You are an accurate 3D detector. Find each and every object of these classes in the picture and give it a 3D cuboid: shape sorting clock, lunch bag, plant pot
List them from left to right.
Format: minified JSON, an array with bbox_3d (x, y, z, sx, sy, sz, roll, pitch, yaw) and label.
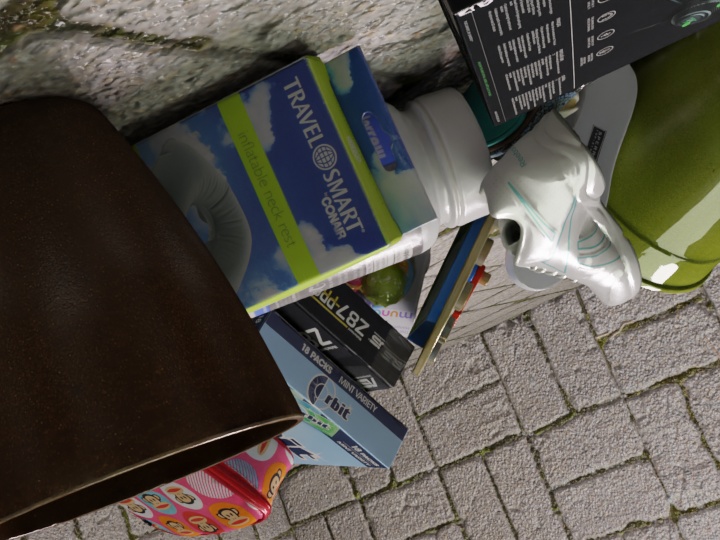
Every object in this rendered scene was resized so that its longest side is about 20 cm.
[{"bbox_3d":[-0.152,0.019,0.533,0.186,0.201,0.187,-21,169,-4],"label":"plant pot"},{"bbox_3d":[-0.178,0.167,0.919,0.200,0.176,0.082,-25,-149,46],"label":"lunch bag"},{"bbox_3d":[0.092,-0.001,0.853,0.201,0.039,0.200,-64,180,-1],"label":"shape sorting clock"},{"bbox_3d":[0.287,-0.117,0.848,0.200,0.201,0.193,-13,154,-40],"label":"plant pot"}]

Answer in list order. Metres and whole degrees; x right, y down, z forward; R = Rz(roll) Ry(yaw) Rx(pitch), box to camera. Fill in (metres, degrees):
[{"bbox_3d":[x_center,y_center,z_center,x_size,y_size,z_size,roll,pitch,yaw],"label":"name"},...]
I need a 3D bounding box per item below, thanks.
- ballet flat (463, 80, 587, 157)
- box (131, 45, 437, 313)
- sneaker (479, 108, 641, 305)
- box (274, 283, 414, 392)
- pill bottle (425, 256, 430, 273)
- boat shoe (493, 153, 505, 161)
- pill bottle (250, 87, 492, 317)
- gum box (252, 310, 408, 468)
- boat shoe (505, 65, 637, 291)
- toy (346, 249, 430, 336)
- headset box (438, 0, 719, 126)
[{"bbox_3d":[0.133,-0.133,0.681,0.074,0.075,0.200,-17,168,-26],"label":"ballet flat"},{"bbox_3d":[-0.069,-0.041,0.607,0.199,0.123,0.048,-24,-177,15],"label":"box"},{"bbox_3d":[0.141,-0.029,0.711,0.080,0.071,0.200,-34,137,7],"label":"sneaker"},{"bbox_3d":[-0.071,0.045,0.867,0.200,0.161,0.049,-16,-143,54],"label":"box"},{"bbox_3d":[-0.034,0.008,0.968,0.200,0.110,0.109,-30,167,38],"label":"pill bottle"},{"bbox_3d":[0.118,-0.116,0.783,0.199,0.068,0.072,-30,165,31],"label":"boat shoe"},{"bbox_3d":[-0.013,-0.051,0.704,0.199,0.114,0.114,-21,170,-6],"label":"pill bottle"},{"bbox_3d":[-0.082,0.109,0.880,0.199,0.170,0.045,-11,-138,51],"label":"gum box"},{"bbox_3d":[0.162,-0.077,0.800,0.068,0.201,0.057,28,171,-21],"label":"boat shoe"},{"bbox_3d":[0.000,0.000,0.841,0.114,0.047,0.201,7,134,-2],"label":"toy"},{"bbox_3d":[0.126,-0.168,0.456,0.199,0.093,0.174,-24,169,10],"label":"headset box"}]
